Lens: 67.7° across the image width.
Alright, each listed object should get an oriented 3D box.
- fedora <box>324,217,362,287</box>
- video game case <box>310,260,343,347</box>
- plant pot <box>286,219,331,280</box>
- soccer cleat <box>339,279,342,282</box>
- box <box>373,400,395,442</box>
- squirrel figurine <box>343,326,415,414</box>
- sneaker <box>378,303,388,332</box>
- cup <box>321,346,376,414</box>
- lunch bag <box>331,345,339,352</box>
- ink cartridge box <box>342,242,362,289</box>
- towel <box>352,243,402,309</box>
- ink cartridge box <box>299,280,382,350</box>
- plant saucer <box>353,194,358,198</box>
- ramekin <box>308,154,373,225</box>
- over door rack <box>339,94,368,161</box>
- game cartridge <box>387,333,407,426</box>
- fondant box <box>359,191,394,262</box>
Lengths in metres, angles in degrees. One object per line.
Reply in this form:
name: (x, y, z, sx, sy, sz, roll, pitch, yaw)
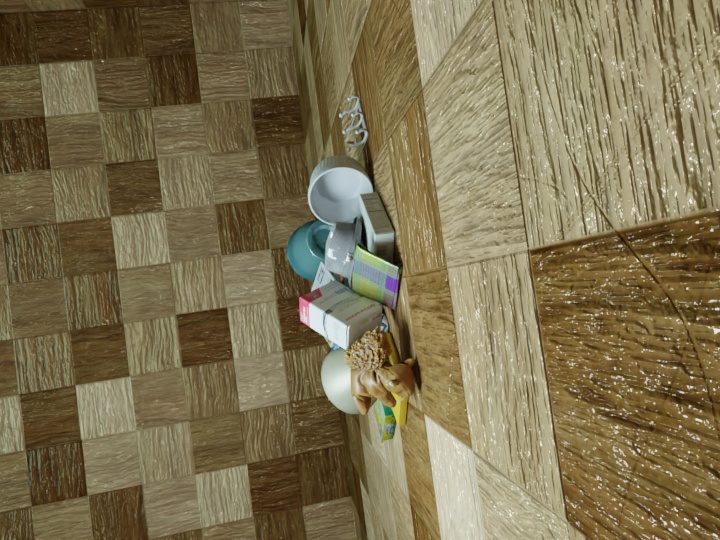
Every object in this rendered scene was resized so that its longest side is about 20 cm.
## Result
fedora: (-0.056, -0.058, 1.538, 0.179, 0.088, 0.204, -91, 13, -56)
video game case: (-0.101, 0.106, 1.692, 0.183, 0.022, 0.203, 52, 134, 35)
plant pot: (-0.137, -0.084, 1.807, 0.188, 0.195, 0.206, 147, 116, -70)
soccer cleat: (-0.091, 0.055, 1.852, 0.200, 0.081, 0.067, 11, -96, -79)
box: (0.079, 0.469, 1.752, 0.202, 0.047, 0.119, 97, 163, -49)
squirrel figurine: (0.050, 0.253, 1.364, 0.186, 0.140, 0.203, -18, 103, 59)
sneaker: (0.006, 0.138, 1.684, 0.201, 0.126, 0.081, -107, 14, -46)
cup: (0.005, 0.293, 1.553, 0.143, 0.197, 0.205, -40, 53, 44)
lunch bag: (-0.022, 0.171, 1.774, 0.150, 0.092, 0.204, -42, -38, -44)
ink cartridge box: (0.000, 0.000, 1.689, 0.200, 0.081, 0.148, -127, 41, -73)
towel: (0.041, 0.022, 1.436, 0.023, 0.141, 0.202, -52, -21, -32)
ink cartridge box: (-0.055, 0.121, 1.502, 0.198, 0.143, 0.086, 26, 127, 37)
plant saucer: (-0.046, -0.224, 1.755, 0.199, 0.049, 0.206, -2, 88, 59)
ramekin: (-0.062, -0.247, 1.606, 0.106, 0.195, 0.204, -102, 10, -49)
over door rack: (-0.025, -0.406, 1.640, 0.201, 0.065, 0.151, 99, 162, -60)
game cartridge: (0.099, 0.317, 1.565, 0.202, 0.032, 0.179, -111, 16, -48)
fondant box: (0.043, -0.102, 1.491, 0.202, 0.057, 0.147, -107, 13, -49)
